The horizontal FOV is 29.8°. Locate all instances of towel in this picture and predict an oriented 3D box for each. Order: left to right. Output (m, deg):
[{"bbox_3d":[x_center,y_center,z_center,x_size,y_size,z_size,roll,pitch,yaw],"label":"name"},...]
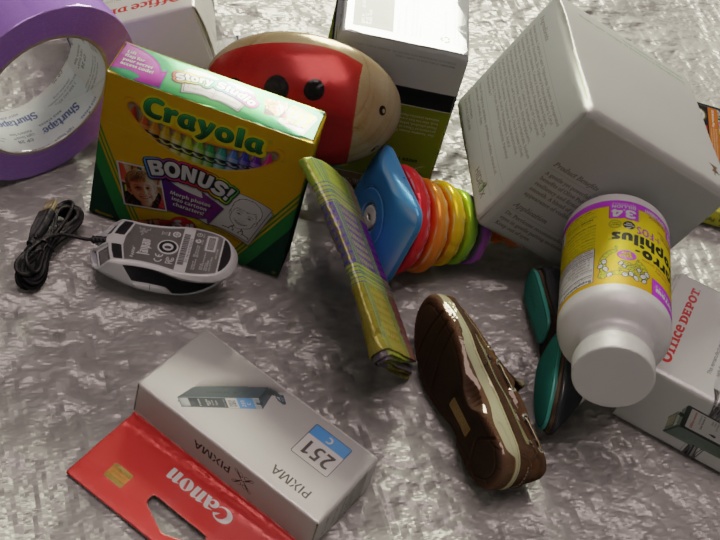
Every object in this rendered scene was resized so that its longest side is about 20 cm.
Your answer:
[{"bbox_3d":[0.000,0.000,1.226,0.023,0.144,0.202,-23,78,10],"label":"towel"}]

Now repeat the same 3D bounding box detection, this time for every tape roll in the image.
[{"bbox_3d":[-0.314,-0.183,1.277,0.199,0.201,0.066,-25,60,-35],"label":"tape roll"}]

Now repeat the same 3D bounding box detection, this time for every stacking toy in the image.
[{"bbox_3d":[0.091,-0.046,1.364,0.198,0.110,0.117,4,44,-30],"label":"stacking toy"}]

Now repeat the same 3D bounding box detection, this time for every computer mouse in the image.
[{"bbox_3d":[-0.214,-0.010,1.261,0.198,0.044,0.110,11,41,0],"label":"computer mouse"}]

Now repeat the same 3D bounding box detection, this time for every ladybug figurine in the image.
[{"bbox_3d":[-0.061,-0.157,1.295,0.198,0.137,0.072,8,37,3],"label":"ladybug figurine"}]

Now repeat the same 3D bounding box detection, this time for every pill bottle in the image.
[{"bbox_3d":[0.233,0.028,1.237,0.103,0.105,0.201,16,42,-3],"label":"pill bottle"}]

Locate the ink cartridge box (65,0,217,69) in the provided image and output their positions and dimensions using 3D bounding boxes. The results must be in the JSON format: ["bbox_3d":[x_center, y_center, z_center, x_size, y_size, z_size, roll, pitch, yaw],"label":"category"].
[{"bbox_3d":[-0.235,-0.299,1.463,0.145,0.083,0.201,-13,48,5],"label":"ink cartridge box"}]

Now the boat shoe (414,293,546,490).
[{"bbox_3d":[0.111,0.111,1.240,0.074,0.075,0.204,5,51,-33],"label":"boat shoe"}]

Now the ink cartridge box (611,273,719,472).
[{"bbox_3d":[0.361,0.114,1.299,0.199,0.084,0.146,29,46,9],"label":"ink cartridge box"}]

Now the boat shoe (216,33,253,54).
[{"bbox_3d":[-0.135,-0.169,1.425,0.065,0.074,0.201,-7,46,0],"label":"boat shoe"}]

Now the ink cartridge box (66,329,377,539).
[{"bbox_3d":[-0.113,0.162,1.129,0.199,0.045,0.176,34,46,15],"label":"ink cartridge box"}]

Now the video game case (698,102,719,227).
[{"bbox_3d":[0.420,-0.123,1.585,0.179,0.026,0.201,15,44,-3],"label":"video game case"}]

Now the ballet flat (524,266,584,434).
[{"bbox_3d":[0.200,0.075,1.298,0.072,0.073,0.201,10,43,-9],"label":"ballet flat"}]

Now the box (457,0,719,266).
[{"bbox_3d":[0.231,-0.126,1.378,0.198,0.171,0.201,25,39,-27],"label":"box"}]

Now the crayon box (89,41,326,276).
[{"bbox_3d":[-0.147,-0.102,1.274,0.198,0.173,0.059,19,45,0],"label":"crayon box"}]

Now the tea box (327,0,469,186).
[{"bbox_3d":[0.030,-0.221,1.427,0.132,0.198,0.201,11,46,-6],"label":"tea box"}]
